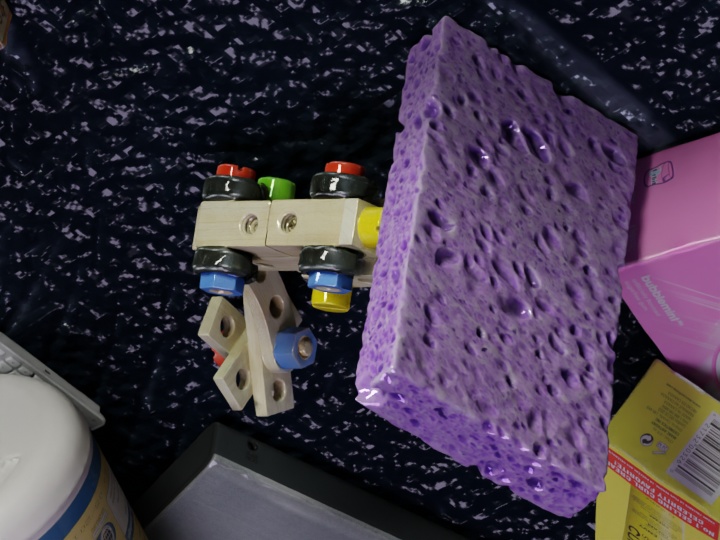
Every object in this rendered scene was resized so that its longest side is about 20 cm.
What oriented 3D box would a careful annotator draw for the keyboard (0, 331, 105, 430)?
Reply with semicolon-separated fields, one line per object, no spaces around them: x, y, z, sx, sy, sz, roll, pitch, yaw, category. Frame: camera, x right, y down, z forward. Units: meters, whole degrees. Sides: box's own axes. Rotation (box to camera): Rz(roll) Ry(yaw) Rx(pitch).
-0.211;0.029;1.420;0.056;0.011;0.200;-29;126;32;keyboard

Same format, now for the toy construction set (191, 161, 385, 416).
0.000;0.000;1.314;0.199;0.093;0.131;-18;157;33;toy construction set

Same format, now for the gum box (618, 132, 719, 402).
0.204;0.023;1.319;0.113;0.066;0.200;-17;132;26;gum box

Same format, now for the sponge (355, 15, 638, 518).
0.059;-0.004;1.212;0.111;0.201;0.030;31;134;-23;sponge

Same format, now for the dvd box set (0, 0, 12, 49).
-0.249;-0.157;1.211;0.145;0.030;0.200;-11;133;17;dvd box set

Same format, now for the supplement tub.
-0.165;0.168;1.429;0.144;0.145;0.201;-12;123;19;supplement tub

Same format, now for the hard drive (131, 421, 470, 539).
-0.024;0.162;1.522;0.199;0.033;0.140;26;134;-20;hard drive

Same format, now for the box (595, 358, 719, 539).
0.152;0.114;1.372;0.075;0.050;0.200;35;162;16;box
